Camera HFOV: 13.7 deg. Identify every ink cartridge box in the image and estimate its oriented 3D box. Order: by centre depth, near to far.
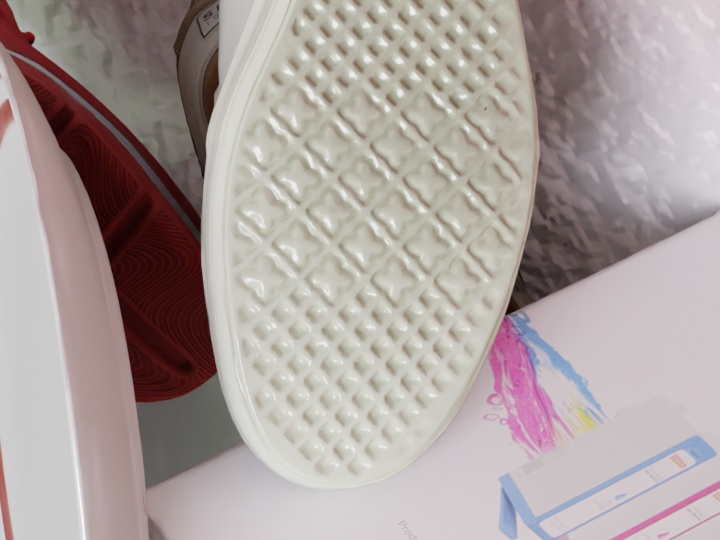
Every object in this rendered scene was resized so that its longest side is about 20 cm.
[{"bbox_3d":[0.060,0.092,0.698,0.125,0.199,0.129,47,148,32],"label":"ink cartridge box"}]

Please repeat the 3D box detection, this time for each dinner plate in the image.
[{"bbox_3d":[-0.073,0.039,0.678,0.200,0.024,0.202,173,90,-74],"label":"dinner plate"}]

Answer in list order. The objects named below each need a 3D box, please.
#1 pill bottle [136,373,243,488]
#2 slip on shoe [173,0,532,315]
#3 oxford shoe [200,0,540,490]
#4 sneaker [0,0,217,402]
[{"bbox_3d":[-0.119,0.056,0.899,0.199,0.114,0.114,-5,119,47],"label":"pill bottle"},{"bbox_3d":[0.000,0.000,0.779,0.061,0.076,0.201,-113,-1,-56],"label":"slip on shoe"},{"bbox_3d":[-0.002,-0.051,0.665,0.058,0.075,0.201,155,117,-67],"label":"oxford shoe"},{"bbox_3d":[-0.099,-0.062,0.795,0.200,0.116,0.078,44,121,-12],"label":"sneaker"}]
